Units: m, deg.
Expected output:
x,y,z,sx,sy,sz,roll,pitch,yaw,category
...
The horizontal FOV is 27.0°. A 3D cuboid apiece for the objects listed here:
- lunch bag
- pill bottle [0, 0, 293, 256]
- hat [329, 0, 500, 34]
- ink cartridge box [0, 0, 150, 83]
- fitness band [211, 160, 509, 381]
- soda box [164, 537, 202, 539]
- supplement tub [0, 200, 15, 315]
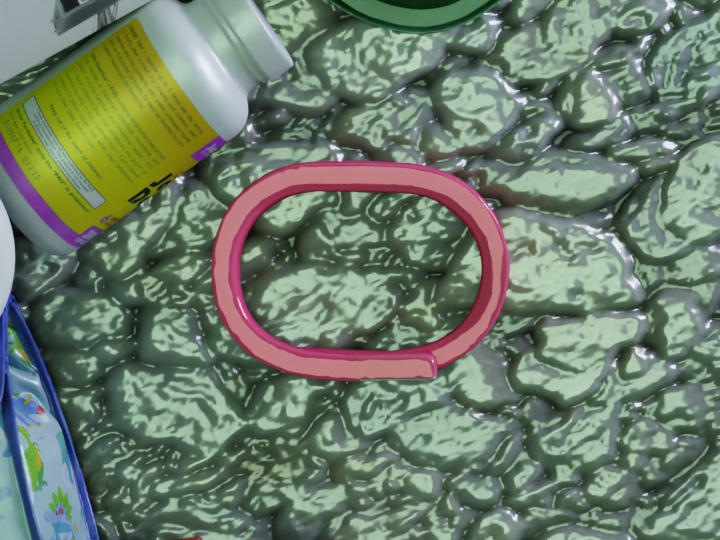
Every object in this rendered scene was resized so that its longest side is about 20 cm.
x,y,z,sx,sy,sz,roll,pitch,yaw,category
-0.280,0.132,0.981,0.168,0.127,0.202,-18,79,7,lunch bag
-0.144,-0.105,0.961,0.199,0.104,0.105,-35,91,5,pill bottle
0.018,-0.243,0.905,0.199,0.176,0.167,29,95,1,hat
-0.183,-0.226,0.913,0.199,0.083,0.147,-32,69,-18,ink cartridge box
0.000,0.000,0.996,0.198,0.037,0.145,1,91,2,fitness band
-0.131,0.286,1.002,0.063,0.070,0.202,-6,93,4,soda box
-0.295,-0.020,0.910,0.139,0.200,0.142,-5,102,-24,supplement tub
